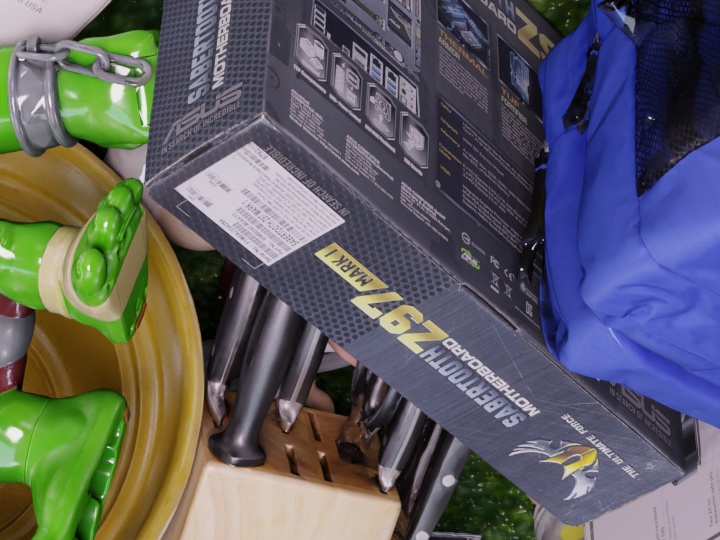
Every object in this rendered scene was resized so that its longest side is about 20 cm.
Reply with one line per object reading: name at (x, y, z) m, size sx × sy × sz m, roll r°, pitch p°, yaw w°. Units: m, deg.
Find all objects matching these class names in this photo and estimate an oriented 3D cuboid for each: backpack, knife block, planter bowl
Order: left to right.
planter bowl at (-0.151, 0.047, 0.779) m, size 0.199 × 0.202 × 0.084 m, roll 3°, pitch 166°, yaw 0°
knife block at (-0.043, 0.082, 0.768) m, size 0.199 × 0.064 × 0.176 m, roll -28°, pitch 112°, yaw 4°
backpack at (0.129, -0.059, 0.645) m, size 0.162 × 0.201 × 0.167 m, roll 28°, pitch 142°, yaw -31°

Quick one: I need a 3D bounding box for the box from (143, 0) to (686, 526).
box at (0.022, -0.036, 0.706) m, size 0.051 × 0.159 × 0.200 m, roll -28°, pitch 130°, yaw 29°

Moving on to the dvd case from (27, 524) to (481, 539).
dvd case at (-0.071, 0.121, 0.906) m, size 0.199 × 0.016 × 0.148 m, roll 10°, pitch 158°, yaw -41°

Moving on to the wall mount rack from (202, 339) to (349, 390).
wall mount rack at (-0.081, 0.079, 0.907) m, size 0.198 × 0.075 × 0.174 m, roll -10°, pitch 167°, yaw 16°

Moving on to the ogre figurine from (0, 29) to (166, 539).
ogre figurine at (-0.128, 0.019, 0.687) m, size 0.119 × 0.098 × 0.201 m, roll 15°, pitch 124°, yaw 9°

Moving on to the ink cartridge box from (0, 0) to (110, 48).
ink cartridge box at (-0.113, -0.148, 0.648) m, size 0.146 × 0.083 × 0.200 m, roll 31°, pitch 132°, yaw -26°

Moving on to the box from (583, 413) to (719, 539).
box at (0.168, 0.049, 0.822) m, size 0.060 × 0.117 × 0.200 m, roll 29°, pitch 130°, yaw -29°

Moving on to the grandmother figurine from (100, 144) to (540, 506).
grandmother figurine at (0.000, 0.000, 0.804) m, size 0.199 × 0.061 × 0.122 m, roll 28°, pitch 88°, yaw -14°

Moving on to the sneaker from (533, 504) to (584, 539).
sneaker at (0.171, 0.123, 0.929) m, size 0.198 × 0.077 × 0.076 m, roll -1°, pitch 136°, yaw 3°
